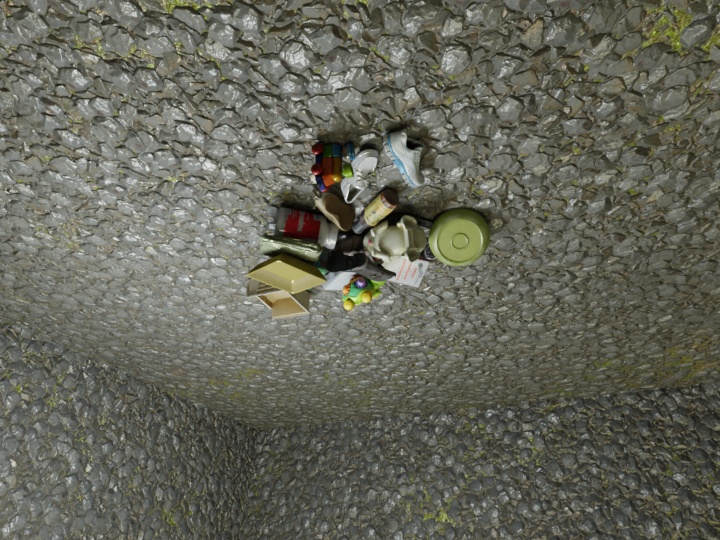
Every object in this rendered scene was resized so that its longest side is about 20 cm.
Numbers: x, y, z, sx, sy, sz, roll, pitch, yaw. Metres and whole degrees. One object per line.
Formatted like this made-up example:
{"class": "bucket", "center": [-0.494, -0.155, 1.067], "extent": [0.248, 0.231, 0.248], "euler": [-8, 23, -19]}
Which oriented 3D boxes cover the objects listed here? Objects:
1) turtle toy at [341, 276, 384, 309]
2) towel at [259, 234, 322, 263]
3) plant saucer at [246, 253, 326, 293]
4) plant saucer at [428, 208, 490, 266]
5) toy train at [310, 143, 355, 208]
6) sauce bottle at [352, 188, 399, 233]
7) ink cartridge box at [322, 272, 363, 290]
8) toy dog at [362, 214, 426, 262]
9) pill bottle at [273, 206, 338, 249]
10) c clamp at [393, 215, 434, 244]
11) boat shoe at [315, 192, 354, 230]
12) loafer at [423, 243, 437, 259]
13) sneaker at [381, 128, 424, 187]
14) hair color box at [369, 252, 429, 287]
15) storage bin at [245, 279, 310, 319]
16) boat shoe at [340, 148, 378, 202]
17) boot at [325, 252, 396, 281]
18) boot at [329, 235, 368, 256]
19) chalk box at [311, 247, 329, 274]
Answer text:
{"class": "turtle toy", "center": [0.014, 0.064, 1.929], "extent": [0.197, 0.103, 0.145], "euler": [-24, 179, 18]}
{"class": "towel", "center": [-0.221, -0.064, 1.662], "extent": [0.195, 0.037, 0.149], "euler": [9, 162, -7]}
{"class": "plant saucer", "center": [-0.238, 0.005, 1.715], "extent": [0.198, 0.050, 0.198], "euler": [25, 150, -37]}
{"class": "plant saucer", "center": [0.315, -0.097, 1.680], "extent": [0.195, 0.031, 0.204], "euler": [3, 119, 5]}
{"class": "toy train", "center": [-0.068, -0.252, 1.398], "extent": [0.113, 0.204, 0.085], "euler": [-9, 148, 11]}
{"class": "sauce bottle", "center": [0.042, -0.177, 1.638], "extent": [0.065, 0.067, 0.200], "euler": [19, 146, -24]}
{"class": "ink cartridge box", "center": [-0.027, 0.026, 2.015], "extent": [0.196, 0.058, 0.162], "euler": [-1, 156, -36]}
{"class": "toy dog", "center": [0.097, -0.100, 1.673], "extent": [0.196, 0.143, 0.193], "euler": [-6, -169, 35]}
{"class": "pill bottle", "center": [-0.174, -0.129, 1.690], "extent": [0.195, 0.115, 0.113], "euler": [11, 148, -13]}
{"class": "c clamp", "center": [0.188, -0.116, 1.759], "extent": [0.196, 0.028, 0.171], "euler": [16, 147, -21]}
{"class": "boat shoe", "center": [-0.080, -0.190, 1.639], "extent": [0.064, 0.072, 0.200], "euler": [28, 171, 30]}
{"class": "loafer", "center": [0.308, -0.089, 1.756], "extent": [0.195, 0.075, 0.071], "euler": [-14, 176, 13]}
{"class": "sneaker", "center": [0.139, -0.302, 1.421], "extent": [0.085, 0.076, 0.200], "euler": [-20, 142, 24]}
{"class": "hair color box", "center": [0.130, -0.022, 1.847], "extent": [0.195, 0.064, 0.113], "euler": [14, 120, -14]}
{"class": "storage bin", "center": [-0.327, 0.101, 2.101], "extent": [0.194, 0.096, 0.200], "euler": [-11, 146, 22]}
{"class": "boat shoe", "center": [0.002, -0.262, 1.490], "extent": [0.069, 0.071, 0.200], "euler": [3, 152, -21]}
{"class": "boot", "center": [0.000, 0.000, 1.755], "extent": [0.197, 0.071, 0.173], "euler": [0, 162, 38]}
{"class": "boot", "center": [-0.034, -0.056, 1.829], "extent": [0.143, 0.072, 0.201], "euler": [-12, 160, -14]}
{"class": "chalk box", "center": [-0.185, -0.042, 1.824], "extent": [0.121, 0.127, 0.200], "euler": [18, 145, -23]}
